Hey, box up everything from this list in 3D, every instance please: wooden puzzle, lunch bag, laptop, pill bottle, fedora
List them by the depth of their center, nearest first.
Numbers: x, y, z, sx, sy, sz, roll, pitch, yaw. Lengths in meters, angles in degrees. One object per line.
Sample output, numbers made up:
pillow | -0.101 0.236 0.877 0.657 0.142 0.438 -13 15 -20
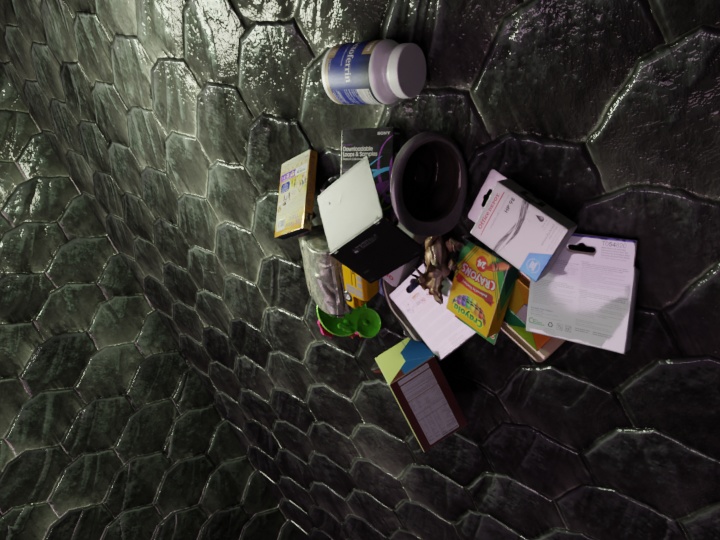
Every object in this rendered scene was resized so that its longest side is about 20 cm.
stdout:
pill bottle | 0.026 -0.388 1.119 0.196 0.115 0.119 14 130 40
fedora | 0.128 -0.179 1.159 0.090 0.171 0.207 -142 43 -65
wooden puzzle | 0.358 0.087 1.202 0.184 0.037 0.202 43 143 15
laptop | 0.018 -0.100 1.225 0.198 0.119 0.185 35 139 -24
lunch bag | -0.076 -0.001 1.479 0.169 0.134 0.206 -117 18 -62

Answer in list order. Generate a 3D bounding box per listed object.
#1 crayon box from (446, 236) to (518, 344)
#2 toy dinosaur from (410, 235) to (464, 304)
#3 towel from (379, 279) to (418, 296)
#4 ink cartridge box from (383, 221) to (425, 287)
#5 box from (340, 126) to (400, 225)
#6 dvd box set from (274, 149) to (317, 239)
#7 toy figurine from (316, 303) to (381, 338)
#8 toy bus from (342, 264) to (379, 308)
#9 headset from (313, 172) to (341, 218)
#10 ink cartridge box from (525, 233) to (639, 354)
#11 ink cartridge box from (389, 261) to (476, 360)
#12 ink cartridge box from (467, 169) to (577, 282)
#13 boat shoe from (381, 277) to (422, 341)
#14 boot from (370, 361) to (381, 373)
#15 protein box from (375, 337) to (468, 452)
crayon box | 0.254 0.047 1.210 0.126 0.050 0.206 34 125 41
toy dinosaur | 0.164 -0.032 1.247 0.083 0.208 0.136 10 180 -5
towel | 0.093 0.033 1.473 0.198 0.024 0.147 38 145 23
ink cartridge box | 0.076 -0.086 1.336 0.145 0.085 0.203 39 143 19
box | 0.019 -0.204 1.238 0.139 0.036 0.208 6 98 35
dvd box set | -0.166 -0.192 1.465 0.144 0.029 0.208 -13 70 51
toy figurine | -0.050 0.145 1.668 0.195 0.154 0.184 26 158 -6
toy bus | 0.000 0.000 1.369 0.077 0.065 0.205 23 134 33
headset | -0.069 -0.162 1.429 0.197 0.094 0.126 -18 106 42
ink cartridge box | 0.412 0.032 1.067 0.195 0.040 0.208 12 106 41
ink cartridge box | 0.186 0.087 1.347 0.162 0.057 0.202 -43 80 33
ink cartridge box | 0.288 -0.089 1.074 0.199 0.066 0.118 40 122 23
boat shoe | 0.097 0.094 1.439 0.062 0.073 0.203 -2 126 53
boot | 0.136 0.328 1.652 0.186 0.069 0.202 -24 107 46
protein box | 0.152 0.306 1.463 0.204 0.132 0.199 62 177 -13
